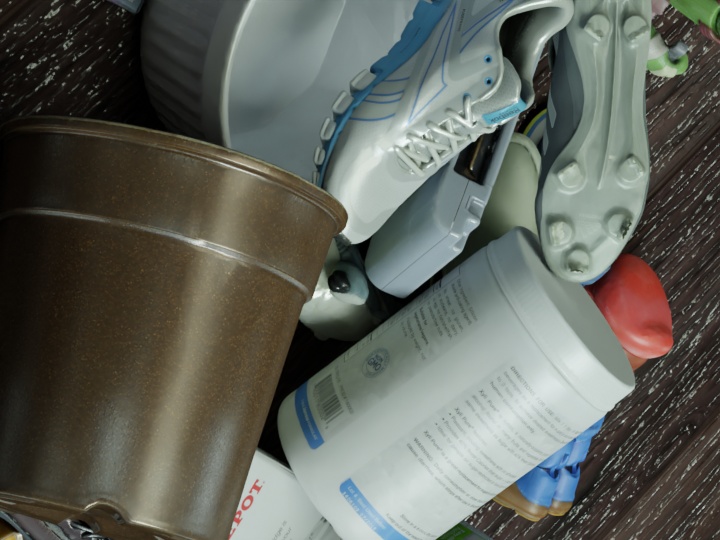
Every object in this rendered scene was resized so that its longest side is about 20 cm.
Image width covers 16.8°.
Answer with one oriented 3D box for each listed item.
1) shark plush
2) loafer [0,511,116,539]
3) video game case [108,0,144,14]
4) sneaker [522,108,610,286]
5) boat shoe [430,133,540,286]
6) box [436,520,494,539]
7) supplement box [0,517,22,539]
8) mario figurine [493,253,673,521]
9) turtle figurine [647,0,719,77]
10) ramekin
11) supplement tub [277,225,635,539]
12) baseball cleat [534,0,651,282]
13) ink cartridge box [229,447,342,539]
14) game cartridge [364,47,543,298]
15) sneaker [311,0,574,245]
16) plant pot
[{"bbox_3d":[0.000,0.000,1.576,0.199,0.090,0.084,28,60,-45],"label":"shark plush"},{"bbox_3d":[-0.167,0.129,1.414,0.200,0.072,0.063,37,122,-23],"label":"loafer"},{"bbox_3d":[-0.159,-0.239,1.315,0.199,0.019,0.144,24,93,-50],"label":"video game case"},{"bbox_3d":[0.129,-0.011,1.686,0.074,0.082,0.201,2,112,-47],"label":"sneaker"},{"bbox_3d":[0.079,0.001,1.627,0.071,0.061,0.203,1,107,-16],"label":"boat shoe"},{"bbox_3d":[0.039,0.262,1.545,0.199,0.176,0.097,-31,133,-33],"label":"box"},{"bbox_3d":[-0.287,0.204,1.392,0.199,0.069,0.067,-25,128,-32],"label":"supplement box"},{"bbox_3d":[0.151,0.074,1.778,0.105,0.124,0.201,24,104,-8],"label":"mario figurine"},{"bbox_3d":[0.226,-0.201,1.598,0.144,0.193,0.200,-56,142,-9],"label":"turtle figurine"},{"bbox_3d":[-0.036,-0.137,1.430,0.199,0.105,0.202,-24,127,-35],"label":"ramekin"},{"bbox_3d":[0.059,0.081,1.540,0.199,0.132,0.132,-36,141,14],"label":"supplement tub"},{"bbox_3d":[0.145,-0.096,1.526,0.069,0.106,0.202,9,98,-8],"label":"baseball cleat"},{"bbox_3d":[-0.079,0.192,1.582,0.147,0.084,0.200,-57,139,-4],"label":"ink cartridge box"},{"bbox_3d":[0.061,-0.086,1.520,0.041,0.133,0.201,28,64,-15],"label":"game cartridge"},{"bbox_3d":[0.050,-0.096,1.397,0.201,0.086,0.075,-56,141,-4],"label":"sneaker"},{"bbox_3d":[-0.124,0.042,1.327,0.200,0.199,0.200,25,74,-49],"label":"plant pot"}]
